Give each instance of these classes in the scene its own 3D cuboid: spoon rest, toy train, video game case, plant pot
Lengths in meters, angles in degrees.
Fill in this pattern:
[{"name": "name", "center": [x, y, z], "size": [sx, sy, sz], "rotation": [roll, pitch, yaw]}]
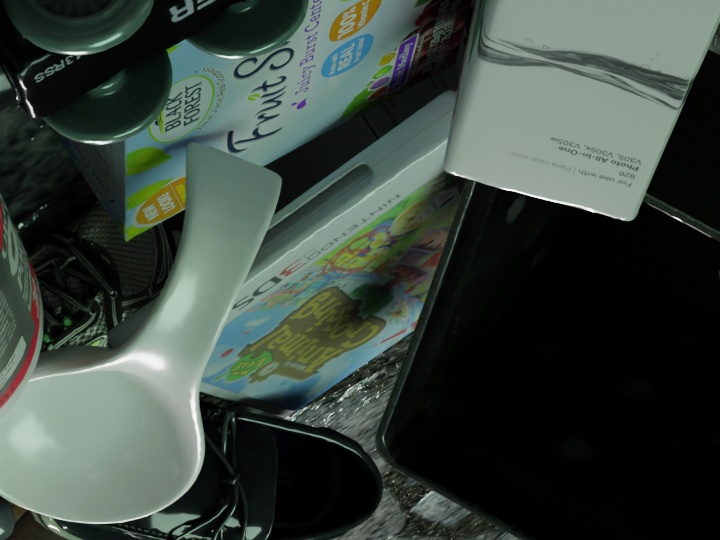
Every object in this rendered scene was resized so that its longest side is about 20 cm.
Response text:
[{"name": "spoon rest", "center": [-0.093, 0.040, 0.958], "size": [0.099, 0.061, 0.200], "rotation": [20, 129, -17]}, {"name": "toy train", "center": [-0.058, -0.125, 0.752], "size": [0.200, 0.114, 0.085], "rotation": [-31, 160, -11]}, {"name": "video game case", "center": [0.000, 0.000, 1.079], "size": [0.182, 0.022, 0.200], "rotation": [-35, 162, 10]}, {"name": "plant pot", "center": [0.153, 0.015, 1.065], "size": [0.177, 0.200, 0.200], "rotation": [-46, 160, -48]}]

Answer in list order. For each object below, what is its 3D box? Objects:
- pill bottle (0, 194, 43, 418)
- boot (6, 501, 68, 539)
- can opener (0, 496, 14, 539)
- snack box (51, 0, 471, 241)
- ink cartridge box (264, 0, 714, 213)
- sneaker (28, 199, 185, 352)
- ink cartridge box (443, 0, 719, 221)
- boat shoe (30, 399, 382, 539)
[{"name": "pill bottle", "center": [-0.180, -0.008, 0.855], "size": [0.111, 0.111, 0.200], "rotation": [-31, 163, -9]}, {"name": "boot", "center": [-0.098, 0.155, 1.133], "size": [0.072, 0.166, 0.200], "rotation": [-44, 178, 38]}, {"name": "can opener", "center": [-0.249, 0.119, 1.020], "size": [0.200, 0.053, 0.066], "rotation": [-17, 180, -9]}, {"name": "snack box", "center": [-0.035, -0.111, 0.912], "size": [0.168, 0.068, 0.200], "rotation": [-29, 162, -17]}, {"name": "ink cartridge box", "center": [0.049, -0.072, 1.144], "size": [0.200, 0.083, 0.146], "rotation": [-22, 159, -32]}, {"name": "sneaker", "center": [-0.142, 0.029, 1.086], "size": [0.200, 0.078, 0.085], "rotation": [-43, 160, 31]}, {"name": "ink cartridge box", "center": [0.097, -0.137, 0.891], "size": [0.084, 0.146, 0.200], "rotation": [14, 144, -1]}, {"name": "boat shoe", "center": [-0.068, 0.095, 1.107], "size": [0.062, 0.075, 0.200], "rotation": [5, 177, 45]}]
